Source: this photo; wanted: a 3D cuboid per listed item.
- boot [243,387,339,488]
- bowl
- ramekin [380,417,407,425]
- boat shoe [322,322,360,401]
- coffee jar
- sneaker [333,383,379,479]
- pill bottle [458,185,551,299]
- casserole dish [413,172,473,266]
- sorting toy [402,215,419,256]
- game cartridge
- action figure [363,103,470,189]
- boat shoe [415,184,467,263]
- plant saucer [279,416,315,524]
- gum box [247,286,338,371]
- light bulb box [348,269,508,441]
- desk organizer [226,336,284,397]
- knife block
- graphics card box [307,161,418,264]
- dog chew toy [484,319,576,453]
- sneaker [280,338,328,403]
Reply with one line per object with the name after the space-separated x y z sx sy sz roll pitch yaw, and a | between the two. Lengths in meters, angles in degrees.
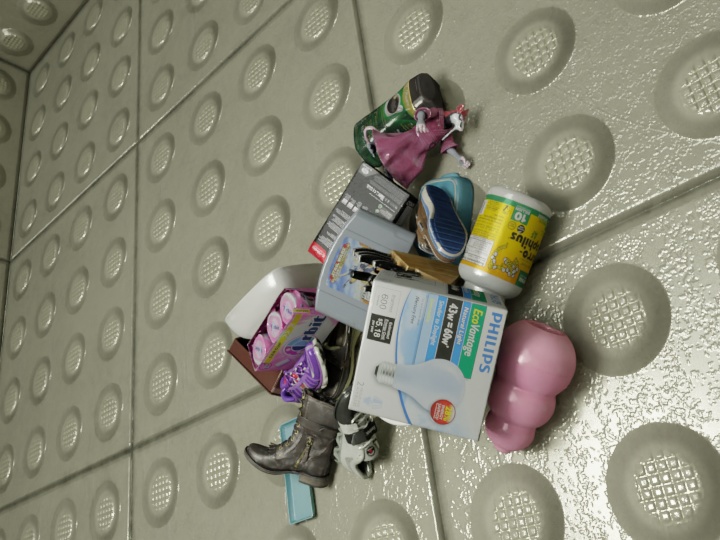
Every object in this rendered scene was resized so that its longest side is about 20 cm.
-0.120 0.312 1.341 0.196 0.069 0.178 14 99 8 | boot
-0.163 0.074 1.440 0.199 0.198 0.075 -41 72 26 | bowl
0.104 0.171 1.200 0.198 0.097 0.205 -17 64 39 | ramekin
-0.048 0.159 1.376 0.072 0.064 0.204 5 81 43 | boat shoe
0.080 -0.303 1.393 0.199 0.085 0.106 -32 44 33 | coffee jar
0.002 0.292 1.241 0.088 0.073 0.203 32 137 37 | sneaker
0.228 -0.025 1.135 0.112 0.112 0.203 24 93 45 | pill bottle
0.148 -0.092 1.290 0.120 0.038 0.204 -4 72 43 | casserole dish
0.038 -0.047 1.336 0.178 0.106 0.204 -23 61 35 | sorting toy
0.000 0.000 1.228 0.042 0.131 0.203 -110 43 -75 | game cartridge
0.122 -0.249 1.310 0.198 0.134 0.150 -35 34 8 | action figure
0.136 -0.067 1.204 0.202 0.071 0.073 -91 22 -54 | boat shoe
-0.128 0.405 1.405 0.069 0.019 0.204 -30 56 34 | plant saucer
-0.128 0.114 1.352 0.201 0.112 0.067 -53 48 37 | gum box
0.101 0.121 1.029 0.196 0.125 0.203 12 99 6 | light bulb box
-0.206 0.195 1.516 0.199 0.071 0.078 32 96 45 | desk organizer
0.075 0.006 1.174 0.173 0.200 0.065 27 108 12 | knife block
0.003 -0.084 1.280 0.125 0.051 0.202 37 101 26 | graphics card box
0.248 0.181 1.046 0.124 0.123 0.204 26 102 45 | dog chew toy
-0.114 0.211 1.358 0.202 0.082 0.082 111 148 -47 | sneaker
